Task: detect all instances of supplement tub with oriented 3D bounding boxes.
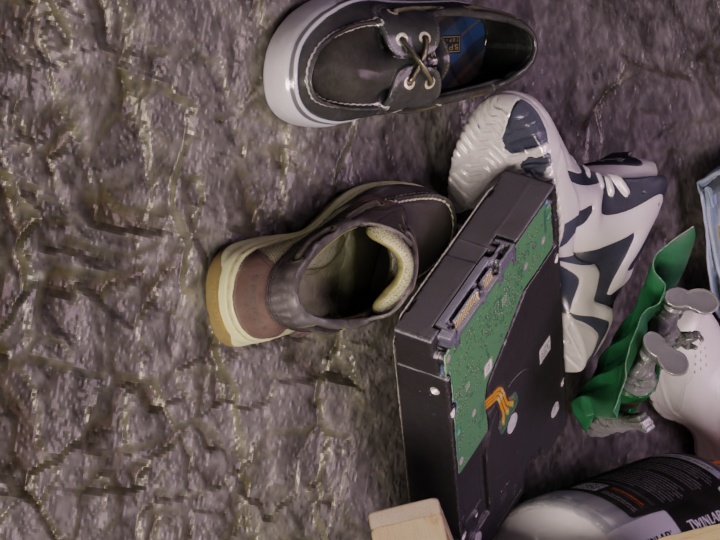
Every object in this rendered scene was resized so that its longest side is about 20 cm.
[{"bbox_3d":[0.168,0.179,1.749,0.200,0.122,0.123,-13,105,-53],"label":"supplement tub"}]

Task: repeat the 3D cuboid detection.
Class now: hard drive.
[{"bbox_3d":[0.069,0.060,1.624,0.140,0.038,0.200,-55,152,-36],"label":"hard drive"}]

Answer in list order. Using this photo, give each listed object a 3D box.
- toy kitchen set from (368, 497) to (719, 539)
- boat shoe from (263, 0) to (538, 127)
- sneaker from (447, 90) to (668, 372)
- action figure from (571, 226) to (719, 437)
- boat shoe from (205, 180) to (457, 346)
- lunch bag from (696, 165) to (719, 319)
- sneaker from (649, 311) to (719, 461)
[{"bbox_3d":[0.128,0.210,1.524,0.180,0.200,0.163,70,7,-63],"label":"toy kitchen set"},{"bbox_3d":[0.024,-0.118,1.565,0.200,0.057,0.069,-17,108,-53],"label":"boat shoe"},{"bbox_3d":[0.121,-0.051,1.690,0.130,0.079,0.199,-56,137,-37],"label":"sneaker"},{"bbox_3d":[0.164,0.058,1.715,0.118,0.055,0.200,-60,178,-17],"label":"action figure"},{"bbox_3d":[0.000,-0.001,1.538,0.201,0.066,0.072,-20,110,-52],"label":"boat shoe"},{"bbox_3d":[0.318,-0.001,1.920,0.200,0.127,0.170,53,31,6],"label":"lunch bag"},{"bbox_3d":[0.248,0.092,1.881,0.075,0.087,0.200,-57,135,-29],"label":"sneaker"}]
